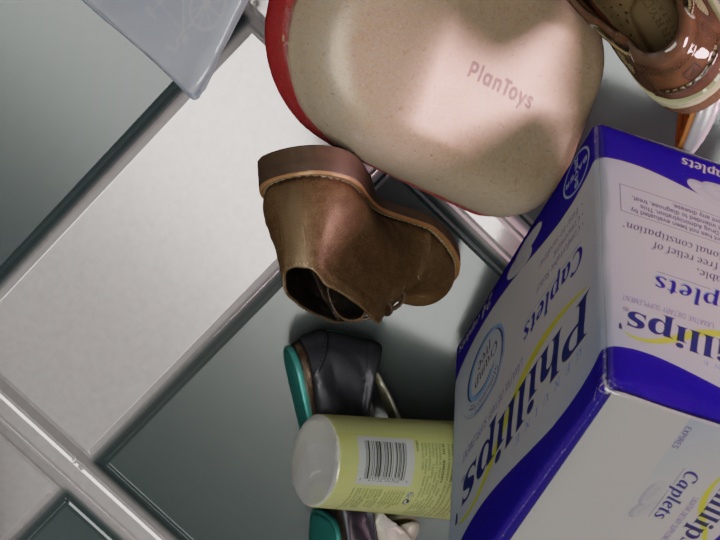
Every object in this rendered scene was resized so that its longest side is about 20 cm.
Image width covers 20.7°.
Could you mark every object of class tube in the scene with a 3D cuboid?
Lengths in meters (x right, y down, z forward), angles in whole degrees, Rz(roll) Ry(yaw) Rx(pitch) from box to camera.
[{"bbox_3d":[0.056,0.114,1.115,0.199,0.052,0.058,7,149,-31],"label":"tube"}]

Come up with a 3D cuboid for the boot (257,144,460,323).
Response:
[{"bbox_3d":[0.000,0.000,1.047,0.073,0.200,0.076,-11,72,21],"label":"boot"}]

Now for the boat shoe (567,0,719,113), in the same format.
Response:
[{"bbox_3d":[0.121,-0.172,0.998,0.075,0.075,0.203,-43,60,16],"label":"boat shoe"}]

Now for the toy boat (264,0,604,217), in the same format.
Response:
[{"bbox_3d":[0.026,-0.115,1.050,0.199,0.130,0.131,22,89,-42],"label":"toy boat"}]

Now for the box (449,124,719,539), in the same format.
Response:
[{"bbox_3d":[0.128,0.063,1.017,0.104,0.201,0.184,19,130,-12],"label":"box"}]

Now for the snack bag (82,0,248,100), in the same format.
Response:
[{"bbox_3d":[-0.087,-0.208,1.021,0.188,0.021,0.201,40,109,38],"label":"snack bag"}]

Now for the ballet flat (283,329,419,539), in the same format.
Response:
[{"bbox_3d":[0.000,0.132,1.146,0.073,0.073,0.201,-5,99,5],"label":"ballet flat"}]

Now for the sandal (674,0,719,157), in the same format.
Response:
[{"bbox_3d":[0.175,-0.166,1.052,0.059,0.079,0.208,9,97,2],"label":"sandal"}]
